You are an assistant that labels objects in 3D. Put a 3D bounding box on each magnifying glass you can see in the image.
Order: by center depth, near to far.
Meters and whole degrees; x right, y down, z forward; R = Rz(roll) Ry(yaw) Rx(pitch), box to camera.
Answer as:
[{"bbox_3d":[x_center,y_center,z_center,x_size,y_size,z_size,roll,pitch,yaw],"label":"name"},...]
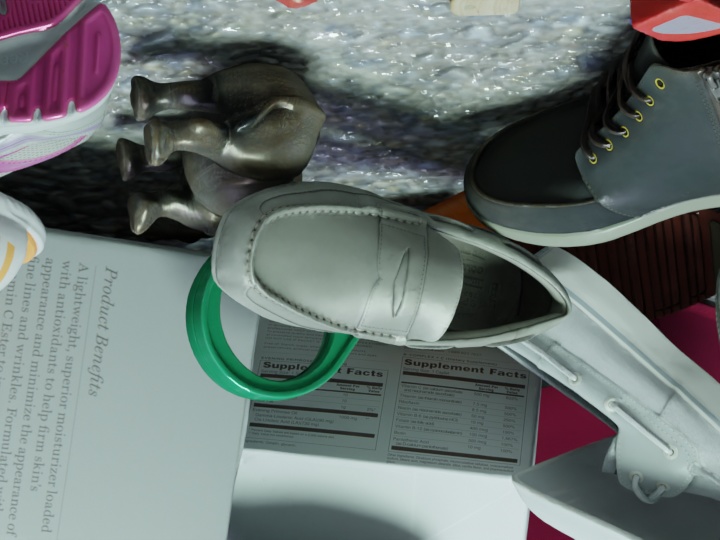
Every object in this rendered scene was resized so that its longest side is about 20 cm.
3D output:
[{"bbox_3d":[0.000,0.000,1.330,0.200,0.080,0.022,-26,-174,-32],"label":"magnifying glass"}]

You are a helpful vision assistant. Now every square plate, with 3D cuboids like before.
[{"bbox_3d":[0.192,0.140,1.378,0.198,0.029,0.200,27,-164,22],"label":"square plate"}]

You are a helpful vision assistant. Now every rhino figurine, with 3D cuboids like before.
[{"bbox_3d":[-0.069,-0.045,1.306,0.087,0.060,0.200,-6,163,-12],"label":"rhino figurine"}]

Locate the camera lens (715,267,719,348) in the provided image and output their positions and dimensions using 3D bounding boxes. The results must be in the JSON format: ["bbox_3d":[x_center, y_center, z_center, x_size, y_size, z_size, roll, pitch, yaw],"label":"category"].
[{"bbox_3d":[0.258,0.032,1.377,0.159,0.161,0.200,-4,159,8],"label":"camera lens"}]

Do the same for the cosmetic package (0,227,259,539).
[{"bbox_3d":[-0.172,0.061,1.369,0.199,0.165,0.165,10,177,-20],"label":"cosmetic package"}]

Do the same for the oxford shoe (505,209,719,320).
[{"bbox_3d":[0.095,-0.008,1.431,0.199,0.071,0.075,-3,-173,0],"label":"oxford shoe"}]

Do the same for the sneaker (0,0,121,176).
[{"bbox_3d":[-0.197,-0.072,1.201,0.199,0.082,0.088,0,160,6],"label":"sneaker"}]

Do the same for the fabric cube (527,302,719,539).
[{"bbox_3d":[0.179,0.147,1.628,0.200,0.197,0.199,17,151,-36],"label":"fabric cube"}]

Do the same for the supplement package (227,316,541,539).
[{"bbox_3d":[0.010,0.138,1.459,0.155,0.111,0.200,6,129,4],"label":"supplement package"}]

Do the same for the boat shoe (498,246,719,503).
[{"bbox_3d":[0.143,0.075,1.349,0.200,0.069,0.072,44,176,6],"label":"boat shoe"}]

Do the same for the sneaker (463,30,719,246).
[{"bbox_3d":[0.121,-0.075,1.242,0.199,0.075,0.106,-11,143,29],"label":"sneaker"}]

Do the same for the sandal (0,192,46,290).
[{"bbox_3d":[-0.205,-0.012,1.177,0.079,0.059,0.207,-8,165,20],"label":"sandal"}]

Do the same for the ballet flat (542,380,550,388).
[{"bbox_3d":[0.080,0.037,1.551,0.200,0.057,0.066,-8,147,37],"label":"ballet flat"}]

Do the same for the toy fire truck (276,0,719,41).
[{"bbox_3d":[0.063,-0.131,1.102,0.200,0.049,0.141,18,153,-41],"label":"toy fire truck"}]

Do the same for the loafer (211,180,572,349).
[{"bbox_3d":[0.017,0.000,1.270,0.200,0.070,0.070,5,-174,-45],"label":"loafer"}]
